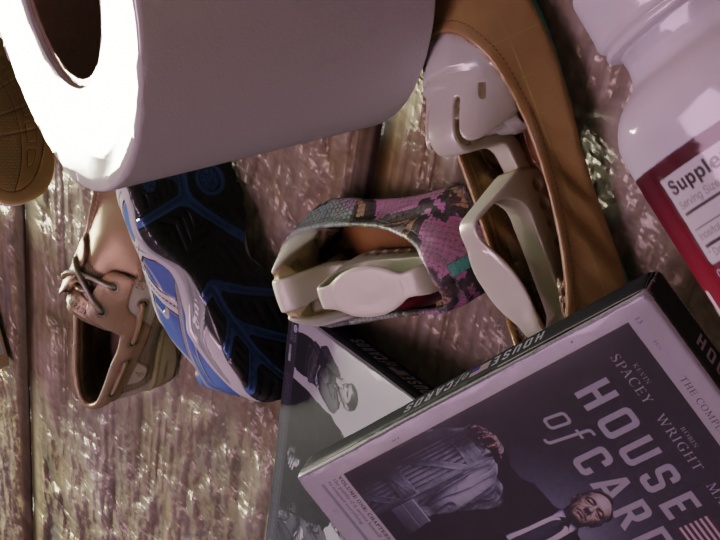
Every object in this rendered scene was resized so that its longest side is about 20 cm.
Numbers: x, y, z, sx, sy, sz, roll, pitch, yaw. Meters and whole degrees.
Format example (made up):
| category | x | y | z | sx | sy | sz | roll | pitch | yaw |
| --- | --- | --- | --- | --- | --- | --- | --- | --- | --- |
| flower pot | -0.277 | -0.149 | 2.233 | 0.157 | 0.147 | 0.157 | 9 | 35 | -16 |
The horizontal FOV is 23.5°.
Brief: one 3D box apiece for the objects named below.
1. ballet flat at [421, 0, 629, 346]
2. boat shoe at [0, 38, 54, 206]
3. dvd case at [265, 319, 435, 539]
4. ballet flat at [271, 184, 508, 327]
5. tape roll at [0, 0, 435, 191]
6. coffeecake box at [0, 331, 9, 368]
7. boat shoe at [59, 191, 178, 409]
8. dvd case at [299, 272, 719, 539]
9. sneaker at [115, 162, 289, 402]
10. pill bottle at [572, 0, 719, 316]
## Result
| category | x | y | z | sx | sy | sz | roll | pitch | yaw |
| --- | --- | --- | --- | --- | --- | --- | --- | --- | --- |
| ballet flat | 0.064 | -0.046 | 0.748 | 0.069 | 0.063 | 0.201 | -12 | 104 | 57 |
| boat shoe | -0.265 | -0.122 | 1.164 | 0.201 | 0.071 | 0.069 | 63 | 151 | 15 |
| dvd case | 0.006 | 0.121 | 0.916 | 0.200 | 0.025 | 0.151 | 33 | 120 | 56 |
| ballet flat | 0.000 | 0.000 | 0.868 | 0.200 | 0.071 | 0.069 | -9 | 107 | 57 |
| tape roll | -0.074 | -0.148 | 0.764 | 0.203 | 0.139 | 0.204 | 43 | 142 | 48 |
| coffeecake box | -0.382 | -0.004 | 1.413 | 0.200 | 0.073 | 0.154 | 23 | 132 | 46 |
| boat shoe | -0.155 | 0.013 | 1.106 | 0.071 | 0.064 | 0.201 | 39 | 142 | 32 |
| dvd case | 0.089 | 0.105 | 0.751 | 0.200 | 0.025 | 0.151 | -31 | 101 | 34 |
| sneaker | -0.105 | -0.012 | 1.004 | 0.077 | 0.076 | 0.201 | -12 | 103 | 53 |
| pill bottle | 0.159 | -0.029 | 0.578 | 0.201 | 0.113 | 0.113 | 59 | 148 | 6 |
